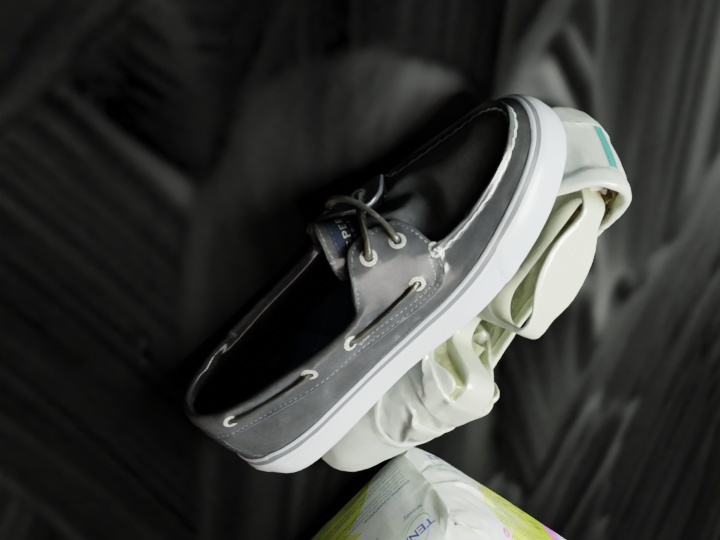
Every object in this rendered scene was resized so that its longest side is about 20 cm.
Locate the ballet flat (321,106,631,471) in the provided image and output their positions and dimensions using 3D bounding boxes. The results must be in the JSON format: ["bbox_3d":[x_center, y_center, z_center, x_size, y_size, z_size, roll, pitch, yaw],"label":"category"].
[{"bbox_3d":[0.048,0.021,0.825,0.069,0.069,0.200,21,111,-39],"label":"ballet flat"}]

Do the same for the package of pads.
[{"bbox_3d":[0.042,0.186,0.942,0.155,0.068,0.200,-47,133,8],"label":"package of pads"}]

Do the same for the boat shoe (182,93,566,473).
[{"bbox_3d":[0.000,0.000,0.785,0.200,0.070,0.066,-46,135,17],"label":"boat shoe"}]
